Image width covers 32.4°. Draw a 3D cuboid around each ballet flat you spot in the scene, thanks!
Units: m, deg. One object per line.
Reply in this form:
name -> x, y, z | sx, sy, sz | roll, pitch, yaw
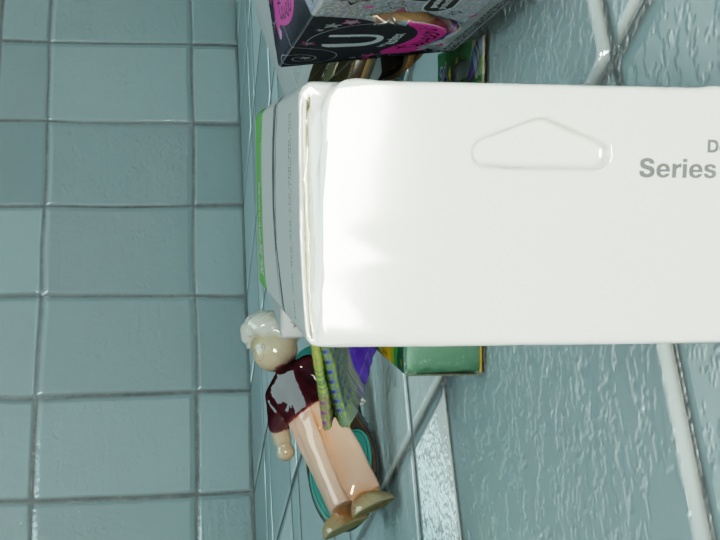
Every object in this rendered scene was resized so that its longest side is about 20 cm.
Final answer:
ballet flat -> -0.017, 0.159, 1.146 | 0.073, 0.073, 0.200 | 99, 161, -48

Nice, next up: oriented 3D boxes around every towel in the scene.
towel -> 0.000, 0.000, 0.861 | 0.200, 0.023, 0.144 | -64, -28, -58

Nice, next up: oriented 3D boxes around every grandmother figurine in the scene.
grandmother figurine -> -0.043, 0.119, 1.055 | 0.121, 0.061, 0.200 | -39, 69, 25

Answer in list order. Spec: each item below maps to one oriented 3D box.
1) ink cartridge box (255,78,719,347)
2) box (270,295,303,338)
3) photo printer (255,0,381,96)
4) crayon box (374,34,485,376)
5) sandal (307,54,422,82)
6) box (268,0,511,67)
ink cartridge box -> 0.038, -0.025, 0.473 | 0.200, 0.145, 0.084 | -146, 56, -80
box -> -0.029, -0.029, 1.080 | 0.200, 0.097, 0.125 | -118, 29, -73
photo printer -> -0.029, -0.230, 1.019 | 0.166, 0.069, 0.200 | 113, 147, -45
crayon box -> 0.039, -0.042, 0.783 | 0.126, 0.051, 0.200 | -155, 65, -80
sandal -> 0.023, -0.165, 0.784 | 0.200, 0.055, 0.082 | -65, 20, -4
box -> 0.016, -0.191, 0.636 | 0.200, 0.115, 0.132 | 161, 102, -77
